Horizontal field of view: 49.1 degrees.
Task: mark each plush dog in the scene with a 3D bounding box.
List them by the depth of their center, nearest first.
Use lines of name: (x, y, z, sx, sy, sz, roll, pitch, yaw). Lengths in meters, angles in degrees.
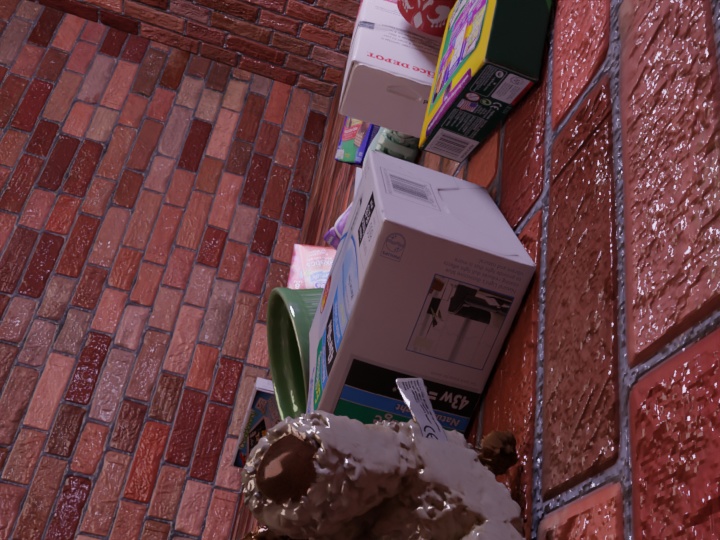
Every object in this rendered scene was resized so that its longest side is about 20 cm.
plush dog: (0.019, 0.183, 0.483, 0.160, 0.200, 0.173, -24, -30, -56)

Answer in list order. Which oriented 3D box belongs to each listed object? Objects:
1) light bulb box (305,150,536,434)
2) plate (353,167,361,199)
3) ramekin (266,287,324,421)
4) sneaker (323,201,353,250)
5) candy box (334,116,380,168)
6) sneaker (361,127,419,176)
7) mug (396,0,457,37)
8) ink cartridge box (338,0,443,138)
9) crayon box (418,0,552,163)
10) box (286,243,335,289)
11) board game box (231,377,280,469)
light bulb box: (0.037, 0.031, 0.676, 0.199, 0.123, 0.202, -96, 24, -68)
plate: (0.033, -0.263, 1.556, 0.201, 0.032, 0.201, -84, 13, -50)
ramekin: (-0.046, 0.115, 0.966, 0.200, 0.096, 0.203, 172, 90, -72)
sneaker: (0.000, 0.000, 1.025, 0.073, 0.113, 0.203, 121, 161, -55)
candy box: (0.034, -0.272, 1.339, 0.169, 0.076, 0.203, -151, 76, -70)
sneaker: (0.052, -0.186, 1.129, 0.118, 0.073, 0.203, 143, 145, -87)
mug: (0.135, -0.393, 0.930, 0.134, 0.176, 0.201, 57, 149, 28)
ink cartridge box: (0.057, -0.272, 1.023, 0.085, 0.143, 0.202, 113, 169, -46)
crayon box: (0.127, -0.227, 0.783, 0.200, 0.058, 0.175, 133, 152, -72)
box: (-0.069, 0.060, 1.295, 0.201, 0.093, 0.104, 95, -179, -54)
board game box: (-0.161, 0.303, 1.492, 0.035, 0.125, 0.202, -90, 18, -61)
